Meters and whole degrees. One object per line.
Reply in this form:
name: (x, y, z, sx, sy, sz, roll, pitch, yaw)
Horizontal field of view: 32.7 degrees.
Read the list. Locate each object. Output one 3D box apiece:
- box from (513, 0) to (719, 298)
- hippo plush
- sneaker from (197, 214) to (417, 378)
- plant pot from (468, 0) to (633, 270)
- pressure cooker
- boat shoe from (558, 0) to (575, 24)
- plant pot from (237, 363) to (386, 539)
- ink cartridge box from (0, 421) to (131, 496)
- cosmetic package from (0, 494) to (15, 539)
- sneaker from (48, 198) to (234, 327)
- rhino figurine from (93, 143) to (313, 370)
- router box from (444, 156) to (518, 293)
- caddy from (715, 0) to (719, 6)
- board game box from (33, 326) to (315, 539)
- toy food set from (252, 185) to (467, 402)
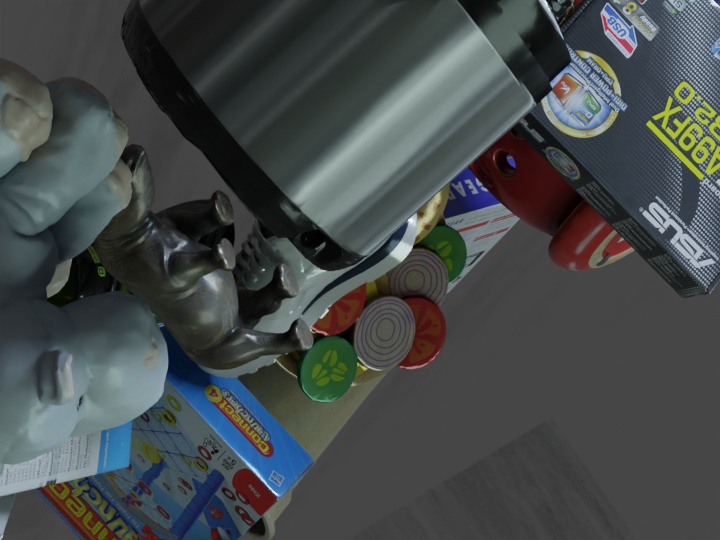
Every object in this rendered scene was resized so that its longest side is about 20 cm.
box: (0.215, -0.108, 0.868, 0.160, 0.200, 0.044, -47, -176, -13)
hippo plush: (-0.169, 0.004, 0.607, 0.198, 0.161, 0.160, -6, 141, -49)
sneaker: (-0.056, -0.004, 0.847, 0.199, 0.077, 0.080, -41, 138, 19)
plant pot: (0.184, -0.114, 0.990, 0.199, 0.184, 0.201, -30, 162, -11)
pressure cooker: (0.007, -0.123, 0.597, 0.199, 0.177, 0.178, -40, 135, 9)
boat shoe: (0.111, -0.186, 0.835, 0.198, 0.068, 0.072, -25, 159, -37)
plant pot: (-0.080, 0.097, 1.069, 0.183, 0.200, 0.201, -40, 167, -22)
ink cartridge box: (-0.253, 0.101, 0.808, 0.114, 0.069, 0.199, 6, -178, 25)
cosmetic package: (-0.286, 0.178, 0.866, 0.083, 0.050, 0.200, -51, -169, -4)
sneaker: (-0.167, 0.007, 0.812, 0.198, 0.071, 0.083, -25, 167, -24)
rhino figurine: (-0.115, -0.009, 0.764, 0.086, 0.060, 0.200, -22, 129, 23)
router box: (0.069, -0.028, 1.228, 0.199, 0.049, 0.180, -17, 155, -48)
caddy: (0.329, -0.257, 0.950, 0.104, 0.142, 0.201, -27, 162, -42)
board game box: (-0.165, 0.137, 0.940, 0.196, 0.200, 0.056, -47, 176, 36)
toy food set: (0.000, 0.000, 0.970, 0.198, 0.201, 0.048, -28, -155, -26)
